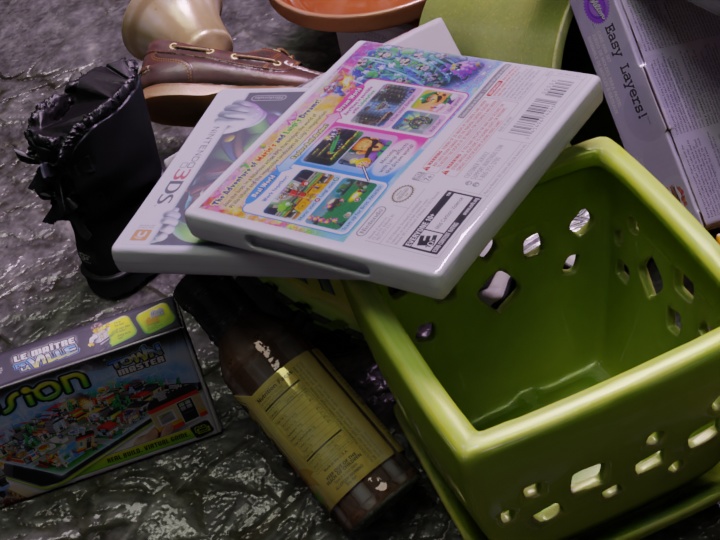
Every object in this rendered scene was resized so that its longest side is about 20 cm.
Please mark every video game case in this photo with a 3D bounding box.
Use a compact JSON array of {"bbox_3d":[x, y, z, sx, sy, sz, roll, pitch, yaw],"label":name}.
[{"bbox_3d":[0.022,-0.069,0.901,0.182,0.024,0.200,14,47,33],"label":"video game case"},{"bbox_3d":[-0.034,-0.061,0.949,0.199,0.023,0.182,2,41,23],"label":"video game case"}]

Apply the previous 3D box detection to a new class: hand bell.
[{"bbox_3d":[-0.118,-0.169,1.311,0.104,0.104,0.200,-29,56,-17],"label":"hand bell"}]

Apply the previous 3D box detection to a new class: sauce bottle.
[{"bbox_3d":[-0.045,0.077,0.970,0.065,0.065,0.200,-34,74,-22],"label":"sauce bottle"}]

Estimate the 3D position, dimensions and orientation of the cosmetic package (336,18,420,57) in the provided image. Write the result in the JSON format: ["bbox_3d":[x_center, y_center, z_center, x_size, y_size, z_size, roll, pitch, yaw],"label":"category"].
[{"bbox_3d":[0.076,-0.247,1.338,0.101,0.071,0.200,20,51,32],"label":"cosmetic package"}]

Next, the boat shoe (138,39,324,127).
[{"bbox_3d":[-0.084,-0.155,1.233,0.199,0.070,0.070,7,63,-3],"label":"boat shoe"}]

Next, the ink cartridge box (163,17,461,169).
[{"bbox_3d":[-0.022,-0.102,1.113,0.200,0.084,0.146,-24,9,24],"label":"ink cartridge box"}]

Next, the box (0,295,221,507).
[{"bbox_3d":[-0.205,0.096,1.015,0.200,0.110,0.035,-19,43,-5],"label":"box"}]

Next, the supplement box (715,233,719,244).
[{"bbox_3d":[0.290,0.074,0.914,0.109,0.109,0.200,-8,42,6],"label":"supplement box"}]

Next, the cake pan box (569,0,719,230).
[{"bbox_3d":[0.255,-0.135,1.062,0.184,0.200,0.052,-18,-4,-36],"label":"cake pan box"}]

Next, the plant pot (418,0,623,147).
[{"bbox_3d":[0.149,-0.176,1.178,0.200,0.200,0.190,-40,37,-26],"label":"plant pot"}]

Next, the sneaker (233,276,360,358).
[{"bbox_3d":[0.000,0.000,1.106,0.200,0.071,0.099,-31,62,-33],"label":"sneaker"}]

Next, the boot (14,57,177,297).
[{"bbox_3d":[-0.171,-0.091,1.167,0.073,0.163,0.198,21,51,35],"label":"boot"}]

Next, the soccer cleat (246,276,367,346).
[{"bbox_3d":[-0.048,-0.021,1.018,0.200,0.065,0.084,33,80,18],"label":"soccer cleat"}]

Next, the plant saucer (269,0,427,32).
[{"bbox_3d":[0.015,-0.265,1.298,0.200,0.032,0.201,-9,42,8],"label":"plant saucer"}]

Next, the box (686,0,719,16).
[{"bbox_3d":[0.231,-0.243,1.036,0.200,0.049,0.161,32,38,27],"label":"box"}]

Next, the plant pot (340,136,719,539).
[{"bbox_3d":[0.118,0.068,0.910,0.200,0.182,0.199,-22,44,-10],"label":"plant pot"}]

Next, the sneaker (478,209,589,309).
[{"bbox_3d":[0.171,-0.019,1.084,0.200,0.076,0.088,-18,56,2],"label":"sneaker"}]
